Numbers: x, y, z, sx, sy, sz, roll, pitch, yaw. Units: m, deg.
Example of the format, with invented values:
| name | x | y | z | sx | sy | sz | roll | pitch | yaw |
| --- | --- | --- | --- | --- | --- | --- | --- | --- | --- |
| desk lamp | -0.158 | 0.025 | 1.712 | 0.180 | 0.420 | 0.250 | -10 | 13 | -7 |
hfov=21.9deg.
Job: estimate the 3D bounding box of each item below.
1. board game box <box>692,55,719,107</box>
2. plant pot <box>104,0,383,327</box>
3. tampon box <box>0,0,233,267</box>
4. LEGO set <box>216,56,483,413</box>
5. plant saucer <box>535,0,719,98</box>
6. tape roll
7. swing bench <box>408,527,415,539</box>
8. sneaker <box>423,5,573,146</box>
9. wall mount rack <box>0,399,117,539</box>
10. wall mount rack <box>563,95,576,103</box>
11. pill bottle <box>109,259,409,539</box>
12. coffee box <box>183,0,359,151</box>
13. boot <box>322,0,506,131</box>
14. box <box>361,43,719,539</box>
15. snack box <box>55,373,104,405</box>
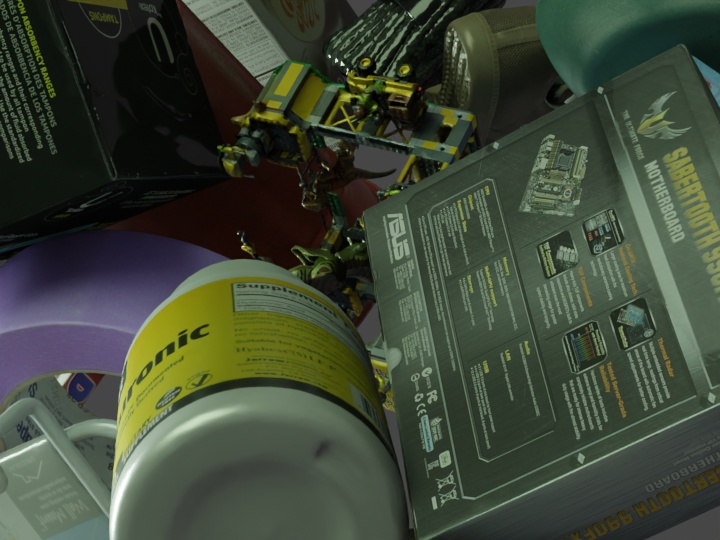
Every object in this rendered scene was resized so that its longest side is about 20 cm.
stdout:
| name | x | y | z | sx | sy | sz | roll | pitch | yaw |
| --- | --- | --- | --- | --- | --- | --- | --- | --- | --- |
| board game box | 0.100 | 0.013 | 0.871 | 0.036 | 0.151 | 0.200 | 34 | 72 | 13 |
| plant pot | -0.111 | -0.048 | 1.100 | 0.200 | 0.195 | 0.201 | -26 | 34 | 19 |
| tampon box | -0.192 | -0.070 | 0.924 | 0.199 | 0.127 | 0.150 | -20 | -3 | 18 |
| LEGO set | 0.000 | 0.000 | 0.944 | 0.153 | 0.201 | 0.116 | 18 | 58 | 17 |
| plant saucer | 0.179 | -0.097 | 0.876 | 0.199 | 0.200 | 0.036 | -10 | 60 | 38 |
| tape roll | -0.109 | 0.073 | 0.945 | 0.199 | 0.200 | 0.066 | -17 | 37 | 31 |
| swing bench | 0.002 | 0.185 | 0.762 | 0.198 | 0.130 | 0.201 | -22 | 35 | 26 |
| sneaker | 0.081 | -0.086 | 1.024 | 0.075 | 0.200 | 0.071 | -11 | 78 | -6 |
| wall mount rack | -0.162 | 0.159 | 0.917 | 0.199 | 0.174 | 0.075 | -26 | 14 | 37 |
| wall mount rack | 0.135 | -0.157 | 1.109 | 0.200 | 0.074 | 0.174 | -54 | 2 | -24 |
| pill bottle | -0.044 | 0.066 | 0.758 | 0.111 | 0.112 | 0.200 | -35 | 18 | 7 |
| coffee box | -0.076 | -0.172 | 1.212 | 0.079 | 0.200 | 0.115 | -19 | 38 | 27 |
| boot | 0.044 | -0.180 | 1.207 | 0.158 | 0.079 | 0.211 | -53 | 10 | 9 |
| box | 0.087 | 0.016 | 0.722 | 0.158 | 0.048 | 0.201 | -27 | 37 | 13 |
| snack box | -0.221 | 0.101 | 1.190 | 0.072 | 0.024 | 0.200 | 4 | 52 | 49 |
